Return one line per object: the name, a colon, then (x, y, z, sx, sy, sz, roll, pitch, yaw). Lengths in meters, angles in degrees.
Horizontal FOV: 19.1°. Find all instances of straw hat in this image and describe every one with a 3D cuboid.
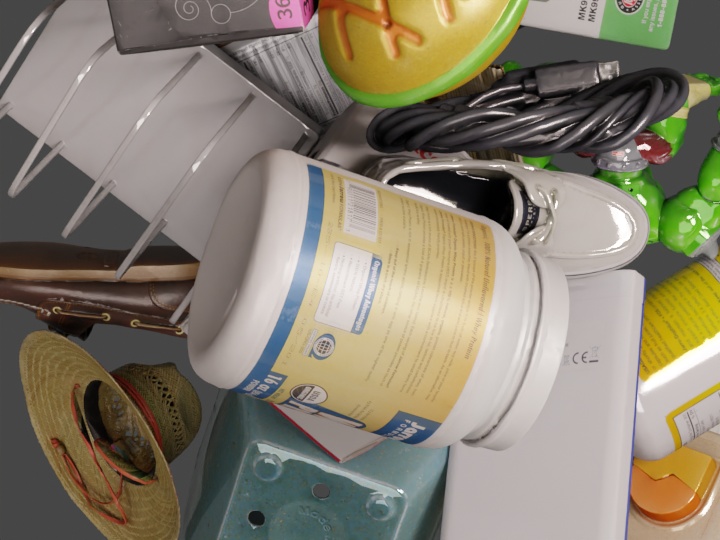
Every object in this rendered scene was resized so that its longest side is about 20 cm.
straw hat: (-0.164, 0.110, 1.587, 0.201, 0.085, 0.202, 36, 143, 33)

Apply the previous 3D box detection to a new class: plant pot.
plant pot: (-0.022, 0.140, 1.522, 0.195, 0.200, 0.197, 19, 113, 0)

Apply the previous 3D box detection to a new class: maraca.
maraca: (0.056, -0.182, 1.303, 0.199, 0.138, 0.107, -38, 147, 15)

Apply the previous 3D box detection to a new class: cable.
cable: (0.103, -0.092, 1.340, 0.198, 0.163, 0.051, -8, 104, -8)

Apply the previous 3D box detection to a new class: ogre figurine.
ogre figurine: (0.176, -0.075, 1.459, 0.198, 0.098, 0.121, 4, 105, 1)

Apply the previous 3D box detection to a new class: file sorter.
file sorter: (-0.155, -0.085, 1.453, 0.199, 0.125, 0.139, 37, 119, -2)

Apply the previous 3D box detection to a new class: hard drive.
hard drive: (0.120, 0.103, 1.419, 0.131, 0.202, 0.025, -7, 156, 34)

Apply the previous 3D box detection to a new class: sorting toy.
sorting toy: (0.167, 0.177, 1.504, 0.199, 0.037, 0.186, 20, 72, 26)

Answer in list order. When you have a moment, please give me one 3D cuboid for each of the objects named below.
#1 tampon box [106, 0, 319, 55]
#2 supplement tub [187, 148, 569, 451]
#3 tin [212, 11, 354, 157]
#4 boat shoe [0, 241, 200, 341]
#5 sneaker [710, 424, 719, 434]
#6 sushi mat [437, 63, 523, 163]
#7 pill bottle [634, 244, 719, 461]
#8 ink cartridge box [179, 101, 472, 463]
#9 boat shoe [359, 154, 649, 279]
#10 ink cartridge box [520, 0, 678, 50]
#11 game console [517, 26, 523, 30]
tampon box: (-0.089, -0.244, 1.373, 0.125, 0.200, 0.151, -6, 112, 11)
supplement tub: (0.010, 0.023, 1.284, 0.198, 0.145, 0.146, 18, 115, -17)
tin: (-0.051, -0.131, 1.504, 0.198, 0.042, 0.113, -22, 103, 17)
boat shoe: (-0.201, 0.019, 1.568, 0.198, 0.070, 0.071, 4, 109, 7)
sneaker: (0.231, 0.194, 1.583, 0.080, 0.147, 0.201, 31, 76, 31)
sushi mat: (0.093, -0.054, 1.488, 0.012, 0.095, 0.202, -25, 113, -25)
pill bottle: (0.218, 0.061, 1.472, 0.199, 0.104, 0.105, -31, 106, -4)
ink cartridge box: (0.000, 0.000, 1.419, 0.145, 0.201, 0.084, 40, 151, -8)
boat shoe: (0.097, -0.038, 1.371, 0.198, 0.066, 0.073, 14, 89, -13)
ink cartridge box: (0.114, -0.236, 1.380, 0.198, 0.084, 0.147, 9, 116, 3)
game console: (0.106, -0.257, 1.431, 0.199, 0.031, 0.178, -25, 106, 18)
